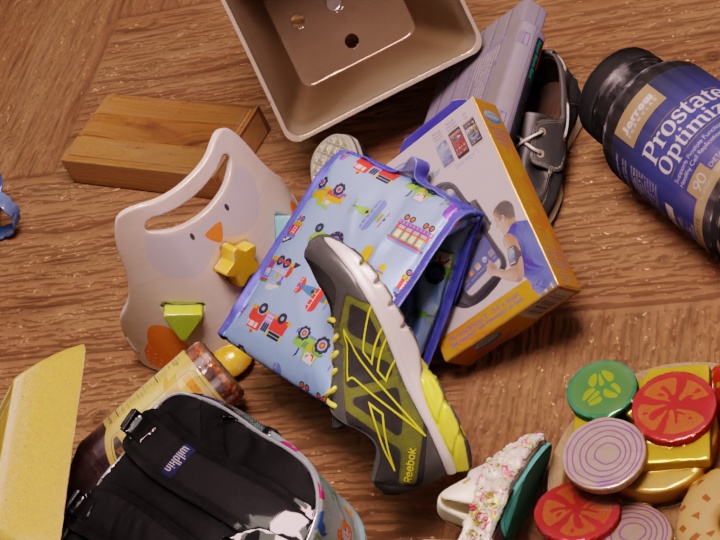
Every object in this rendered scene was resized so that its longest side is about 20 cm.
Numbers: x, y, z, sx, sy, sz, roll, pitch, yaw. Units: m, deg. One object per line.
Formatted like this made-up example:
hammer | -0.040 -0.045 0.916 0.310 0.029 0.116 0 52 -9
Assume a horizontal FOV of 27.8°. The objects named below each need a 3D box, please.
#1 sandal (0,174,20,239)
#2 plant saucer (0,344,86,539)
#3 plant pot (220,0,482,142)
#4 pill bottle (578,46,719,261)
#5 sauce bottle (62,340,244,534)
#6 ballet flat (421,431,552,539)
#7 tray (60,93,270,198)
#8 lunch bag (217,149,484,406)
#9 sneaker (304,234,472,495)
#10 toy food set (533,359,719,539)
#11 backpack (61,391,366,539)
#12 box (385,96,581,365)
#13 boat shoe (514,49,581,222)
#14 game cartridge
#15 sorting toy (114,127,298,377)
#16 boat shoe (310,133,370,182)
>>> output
sandal | -0.407 -0.079 1.502 0.086 0.080 0.201 -28 51 -7
plant saucer | -0.274 0.182 1.116 0.200 0.048 0.201 -54 27 39
plant pot | -0.022 -0.257 1.382 0.198 0.202 0.177 -26 8 1
pill bottle | 0.265 -0.098 1.164 0.111 0.112 0.200 -34 44 -8
sauce bottle | -0.186 0.144 1.186 0.200 0.066 0.066 -43 45 -5
ballet flat | 0.073 0.189 1.009 0.063 0.076 0.201 18 56 17
tray | -0.199 -0.128 1.471 0.198 0.037 0.099 8 54 31
lunch bag | 0.000 0.000 1.156 0.150 0.094 0.202 28 93 41
sneaker | 0.004 0.069 1.043 0.084 0.074 0.201 -30 83 -2
toy food set | 0.219 0.140 1.007 0.196 0.049 0.202 -8 47 20
backpack | -0.094 0.200 1.026 0.199 0.151 0.178 17 64 46
box | 0.084 -0.041 1.164 0.119 0.041 0.202 -36 64 29
boat shoe | 0.144 -0.105 1.262 0.071 0.068 0.201 4 53 26
game cartridge | 0.101 -0.139 1.291 0.129 0.038 0.202 -26 36 47
sorting toy | -0.124 -0.021 1.229 0.200 0.181 0.107 -42 45 -15
boat shoe | 0.002 -0.025 1.255 0.074 0.062 0.202 -29 55 29
